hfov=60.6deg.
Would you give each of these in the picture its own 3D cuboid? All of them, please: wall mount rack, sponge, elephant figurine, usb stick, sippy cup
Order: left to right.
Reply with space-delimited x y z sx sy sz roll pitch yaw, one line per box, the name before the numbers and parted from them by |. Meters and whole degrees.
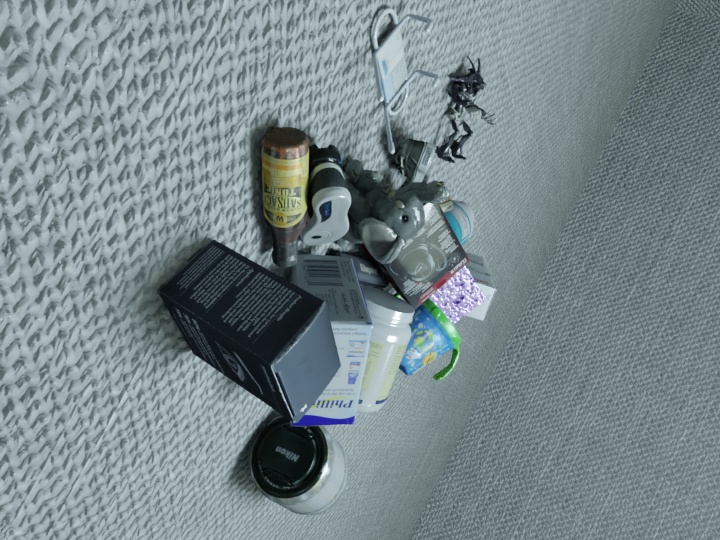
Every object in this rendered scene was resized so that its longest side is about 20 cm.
usb stick | 0.000 0.000 1.158 0.032 0.056 0.199 -26 162 23
elephant figurine | 0.044 -0.084 0.997 0.143 0.198 0.155 -62 156 -2
wall mount rack | 0.058 -0.296 0.972 0.175 0.074 0.201 -55 153 -19
sippy cup | 0.114 0.139 1.259 0.130 0.178 0.140 -40 157 -8
sponge | 0.168 0.015 1.280 0.111 0.030 0.201 -35 112 3

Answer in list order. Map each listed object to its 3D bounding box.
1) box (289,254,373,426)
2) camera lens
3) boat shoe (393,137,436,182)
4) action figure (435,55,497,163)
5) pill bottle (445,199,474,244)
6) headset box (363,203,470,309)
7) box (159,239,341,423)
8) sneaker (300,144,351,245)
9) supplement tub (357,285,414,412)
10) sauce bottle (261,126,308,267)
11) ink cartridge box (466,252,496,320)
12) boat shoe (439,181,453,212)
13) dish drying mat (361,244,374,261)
box | -0.059 0.109 0.976 0.185 0.103 0.202 -108 -156 -55
camera lens | -0.111 0.373 1.176 0.161 0.159 0.201 -55 154 -19
boat shoe | 0.097 -0.208 1.139 0.200 0.063 0.072 75 37 -88
action figure | 0.221 -0.320 1.247 0.118 0.102 0.202 -13 127 -45
pill bottle | 0.180 -0.089 1.373 0.199 0.110 0.112 -36 144 -46
headset box | 0.107 -0.036 1.164 0.148 0.077 0.201 -40 129 -3
box | -0.136 0.077 0.790 0.105 0.198 0.149 -49 152 -28
sneaker | -0.056 -0.119 0.923 0.200 0.072 0.114 125 -43 -68
supplement tub | 0.011 0.145 1.157 0.144 0.144 0.202 -3 116 -62
sauce bottle | -0.103 -0.095 0.855 0.066 0.065 0.202 -40 144 -41
ink cartridge box | 0.219 0.020 1.423 0.200 0.143 0.085 -81 -171 -69
boat shoe | 0.110 -0.140 1.247 0.199 0.075 0.073 -20 102 -46
dish drying mat | 0.050 -0.040 1.243 0.076 0.018 0.200 -35 152 -2
